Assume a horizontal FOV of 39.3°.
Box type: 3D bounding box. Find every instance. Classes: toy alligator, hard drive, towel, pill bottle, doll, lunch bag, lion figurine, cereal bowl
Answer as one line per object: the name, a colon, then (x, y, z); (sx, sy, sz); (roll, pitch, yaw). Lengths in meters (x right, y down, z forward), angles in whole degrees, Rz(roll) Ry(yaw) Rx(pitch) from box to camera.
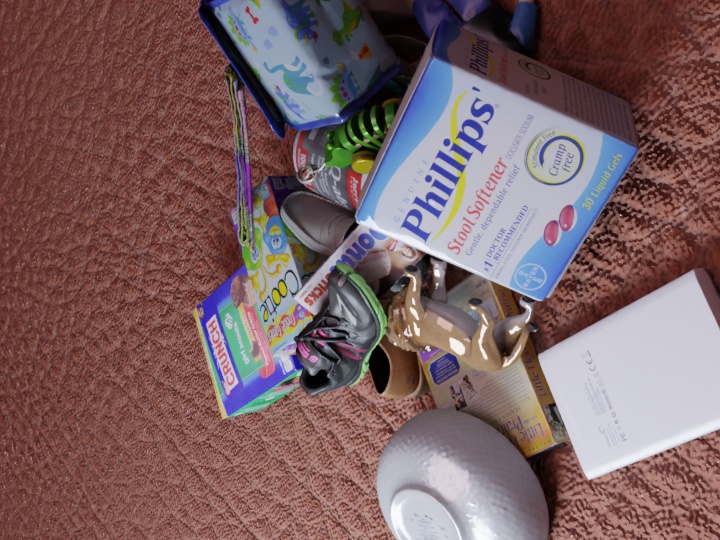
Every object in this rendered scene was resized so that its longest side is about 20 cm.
toy alligator: (-0.007, -0.134, 1.042); (0.200, 0.054, 0.059); (-18, 60, 36)
hard drive: (0.262, 0.100, 0.930); (0.200, 0.025, 0.132); (-38, 65, 46)
towel: (-0.141, -0.137, 1.172); (0.144, 0.023, 0.200); (-114, 21, -68)
pill bottle: (0.023, -0.114, 1.126); (0.200, 0.116, 0.116); (29, 116, 46)
doll: (0.126, -0.244, 1.036); (0.136, 0.048, 0.200); (-43, 60, 18)
lunch bag: (-0.082, -0.242, 1.083); (0.200, 0.127, 0.170); (5, 133, 58)
lion figurine: (0.099, 0.060, 1.040); (0.200, 0.072, 0.123); (32, 133, 39)
cereal bowl: (0.093, 0.251, 1.063); (0.200, 0.083, 0.200); (20, 122, 34)

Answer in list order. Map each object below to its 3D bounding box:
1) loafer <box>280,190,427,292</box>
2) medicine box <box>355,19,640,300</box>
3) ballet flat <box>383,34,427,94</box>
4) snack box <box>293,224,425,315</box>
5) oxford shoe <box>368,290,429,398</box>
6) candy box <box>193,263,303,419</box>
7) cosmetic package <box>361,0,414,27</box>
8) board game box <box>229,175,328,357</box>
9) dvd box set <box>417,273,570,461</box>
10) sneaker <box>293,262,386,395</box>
loafer: (-0.010, -0.042, 1.163); (0.200, 0.070, 0.070); (28, 73, 20)
medicine box: (0.122, -0.100, 0.935); (0.103, 0.200, 0.182); (-77, 11, -57)
ballet flat: (0.066, -0.213, 1.102); (0.200, 0.072, 0.072); (36, 121, 32)
snack box: (0.000, 0.000, 1.103); (0.072, 0.024, 0.200); (39, 138, -4)
oxford shoe: (0.023, 0.053, 1.181); (0.071, 0.071, 0.200); (-36, 65, 48)
candy box: (-0.136, 0.088, 1.372); (0.200, 0.077, 0.169); (-38, 65, 47)
cosmetic package: (-0.028, -0.333, 1.201); (0.200, 0.071, 0.102); (-3, 91, 50)
board game box: (-0.073, -0.007, 1.263); (0.105, 0.103, 0.200); (-37, 65, 46)
dvd box set: (0.132, 0.114, 1.084); (0.146, 0.029, 0.200); (-40, 63, 45)
sneaker: (-0.027, 0.074, 1.098); (0.077, 0.084, 0.200); (44, 145, 29)
